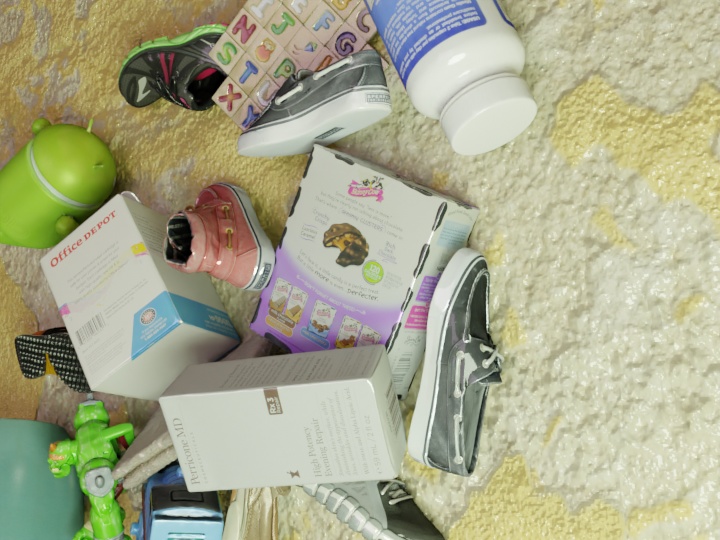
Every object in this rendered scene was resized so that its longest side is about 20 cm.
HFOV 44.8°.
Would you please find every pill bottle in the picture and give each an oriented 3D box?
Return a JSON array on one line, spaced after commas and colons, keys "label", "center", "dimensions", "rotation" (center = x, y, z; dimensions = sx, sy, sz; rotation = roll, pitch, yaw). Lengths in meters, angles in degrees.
[{"label": "pill bottle", "center": [0.080, -0.209, 0.790], "dimensions": [0.112, 0.112, 0.201], "rotation": [-33, 67, 28]}]

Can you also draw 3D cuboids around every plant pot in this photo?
[{"label": "plant pot", "center": [-0.429, 0.268, 1.057], "dimensions": [0.200, 0.200, 0.162], "rotation": [-14, 66, 33]}]

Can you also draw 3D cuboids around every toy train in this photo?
[{"label": "toy train", "center": [-0.188, 0.262, 0.898], "dimensions": [0.200, 0.086, 0.115], "rotation": [-140, 60, -72]}]

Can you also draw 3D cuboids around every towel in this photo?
[{"label": "towel", "center": [-0.171, 0.148, 0.924], "dimensions": [0.200, 0.133, 0.034], "rotation": [-36, 105, 26]}]

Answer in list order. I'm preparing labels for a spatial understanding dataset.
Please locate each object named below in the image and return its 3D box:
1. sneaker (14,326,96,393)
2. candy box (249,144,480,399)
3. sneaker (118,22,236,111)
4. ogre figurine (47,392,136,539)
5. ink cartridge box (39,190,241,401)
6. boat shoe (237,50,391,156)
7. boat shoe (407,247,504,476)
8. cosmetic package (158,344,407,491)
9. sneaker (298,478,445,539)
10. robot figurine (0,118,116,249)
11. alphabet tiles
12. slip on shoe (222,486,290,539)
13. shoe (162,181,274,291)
[{"label": "sneaker", "center": [-0.335, 0.097, 1.062], "dimensions": [0.199, 0.090, 0.070], "rotation": [2, 104, 40]}, {"label": "candy box", "center": [0.000, 0.000, 0.850], "dimensions": [0.167, 0.071, 0.201], "rotation": [28, 102, 34]}, {"label": "sneaker", "center": [-0.211, -0.224, 1.018], "dimensions": [0.199, 0.077, 0.084], "rotation": [-11, 75, 35]}, {"label": "ogre figurine", "center": [-0.295, 0.225, 0.990], "dimensions": [0.098, 0.200, 0.120], "rotation": [1, 124, -1]}, {"label": "ink cartridge box", "center": [-0.250, 0.023, 0.978], "dimensions": [0.128, 0.125, 0.200], "rotation": [-35, 65, 12]}, {"label": "boat shoe", "center": [-0.053, -0.164, 0.868], "dimensions": [0.200, 0.072, 0.068], "rotation": [-15, 81, 46]}, {"label": "boat shoe", "center": [0.095, 0.083, 0.774], "dimensions": [0.068, 0.072, 0.201], "rotation": [14, 93, 33]}, {"label": "cosmetic package", "center": [-0.067, 0.132, 0.777], "dimensions": [0.199, 0.074, 0.102], "rotation": [-9, 108, 16]}, {"label": "sneaker", "center": [0.011, 0.179, 0.826], "dimensions": [0.199, 0.075, 0.116], "rotation": [27, 88, 26]}, {"label": "robot figurine", "center": [-0.392, -0.106, 1.109], "dimensions": [0.200, 0.115, 0.176], "rotation": [-35, 62, 27]}, {"label": "alphabet tiles", "center": [-0.069, -0.224, 0.926], "dimensions": [0.166, 0.006, 0.200], "rotation": [46, 112, 8]}, {"label": "slip on shoe", "center": [-0.100, 0.216, 0.905], "dimensions": [0.060, 0.076, 0.201], "rotation": [11, 86, 5]}, {"label": "shoe", "center": [-0.163, -0.049, 0.920], "dimensions": [0.072, 0.091, 0.200], "rotation": [-63, 33, 18]}]
